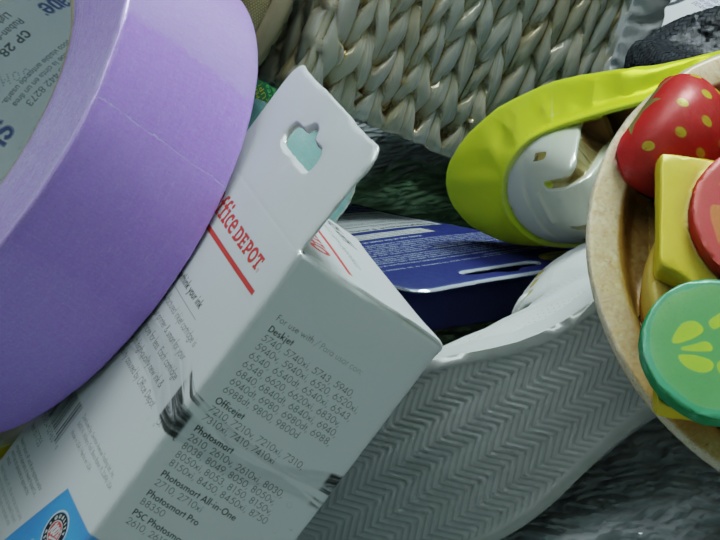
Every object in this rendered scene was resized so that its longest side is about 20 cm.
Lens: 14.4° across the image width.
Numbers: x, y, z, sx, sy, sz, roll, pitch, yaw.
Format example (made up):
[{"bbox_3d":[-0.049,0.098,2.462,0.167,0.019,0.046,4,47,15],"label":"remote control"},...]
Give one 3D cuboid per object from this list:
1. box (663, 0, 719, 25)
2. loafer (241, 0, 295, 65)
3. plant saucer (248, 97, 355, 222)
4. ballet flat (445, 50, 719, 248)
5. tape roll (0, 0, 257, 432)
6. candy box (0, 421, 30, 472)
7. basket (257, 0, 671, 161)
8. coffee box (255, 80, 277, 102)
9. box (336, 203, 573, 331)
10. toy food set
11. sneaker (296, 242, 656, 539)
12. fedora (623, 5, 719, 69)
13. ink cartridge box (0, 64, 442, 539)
[{"bbox_3d":[0.187,-0.125,1.386,0.200,0.042,0.119,-18,23,-13],"label":"box"},{"bbox_3d":[-0.055,-0.155,1.206,0.076,0.067,0.200,12,76,63],"label":"loafer"},{"bbox_3d":[-0.102,-0.031,1.201,0.200,0.036,0.200,-14,24,6],"label":"plant saucer"},{"bbox_3d":[0.113,-0.046,1.114,0.200,0.067,0.067,-17,25,29],"label":"ballet flat"},{"bbox_3d":[-0.129,-0.040,1.074,0.200,0.066,0.200,-35,35,30],"label":"tape roll"},{"bbox_3d":[-0.135,0.032,1.158,0.102,0.026,0.200,-19,23,-16],"label":"candy box"},{"bbox_3d":[0.034,-0.159,1.306,0.161,0.200,0.198,21,6,-30],"label":"basket"},{"bbox_3d":[-0.061,-0.122,1.542,0.123,0.044,0.200,0,27,33],"label":"coffee box"},{"bbox_3d":[0.000,0.000,1.198,0.121,0.032,0.200,-8,13,-40],"label":"box"},{"bbox_3d":[0.177,0.001,0.989,0.200,0.049,0.198,8,60,-8],"label":"toy food set"},{"bbox_3d":[0.061,0.047,1.073,0.200,0.074,0.116,-27,3,0],"label":"sneaker"},{"bbox_3d":[0.176,-0.062,1.195,0.200,0.092,0.201,-12,23,5],"label":"fedora"},{"bbox_3d":[-0.044,0.037,1.008,0.200,0.068,0.116,-53,25,7],"label":"ink cartridge box"}]
